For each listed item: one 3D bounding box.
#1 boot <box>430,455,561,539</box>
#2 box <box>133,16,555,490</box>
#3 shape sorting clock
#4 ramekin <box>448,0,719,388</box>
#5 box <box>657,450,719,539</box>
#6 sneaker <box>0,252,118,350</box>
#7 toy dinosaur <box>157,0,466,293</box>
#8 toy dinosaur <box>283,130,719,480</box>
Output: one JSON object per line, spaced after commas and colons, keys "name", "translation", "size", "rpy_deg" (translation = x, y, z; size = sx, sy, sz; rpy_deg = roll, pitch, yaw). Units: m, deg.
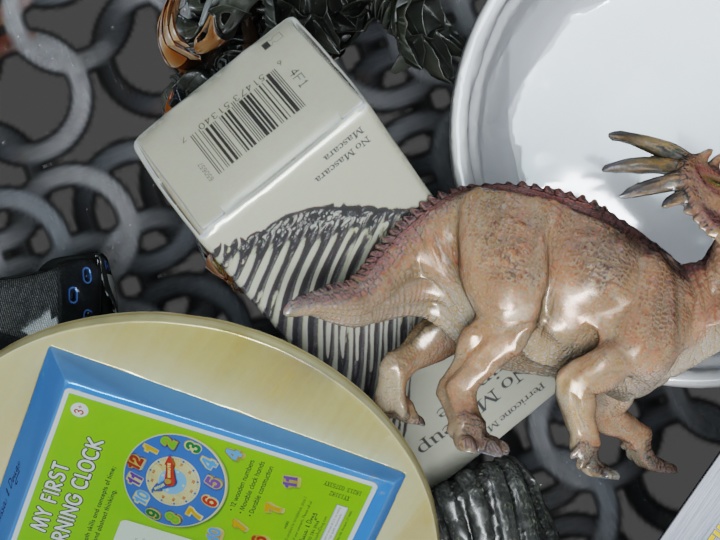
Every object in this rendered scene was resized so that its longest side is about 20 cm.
{"name": "boot", "translation": [0.024, 0.189, 0.872], "size": [0.211, 0.079, 0.158], "rpy_deg": [-39, 76, 20]}
{"name": "box", "translation": [0.000, 0.000, 0.817], "size": [0.082, 0.200, 0.068], "rpy_deg": [-39, 47, 1]}
{"name": "shape sorting clock", "translation": [-0.069, 0.099, 0.786], "size": [0.200, 0.039, 0.200], "rpy_deg": [1, 124, 2]}
{"name": "ramekin", "translation": [0.135, -0.055, 0.854], "size": [0.200, 0.105, 0.200], "rpy_deg": [0, 92, 2]}
{"name": "box", "translation": [0.179, 0.078, 0.789], "size": [0.048, 0.200, 0.158], "rpy_deg": [38, 113, 22]}
{"name": "sneaker", "translation": [-0.092, 0.050, 0.882], "size": [0.200, 0.073, 0.112], "rpy_deg": [7, 83, -4]}
{"name": "toy dinosaur", "translation": [-0.045, -0.097, 0.864], "size": [0.136, 0.102, 0.200], "rpy_deg": [-16, 98, 45]}
{"name": "toy dinosaur", "translation": [0.074, 0.000, 0.756], "size": [0.200, 0.086, 0.136], "rpy_deg": [11, 91, -6]}
